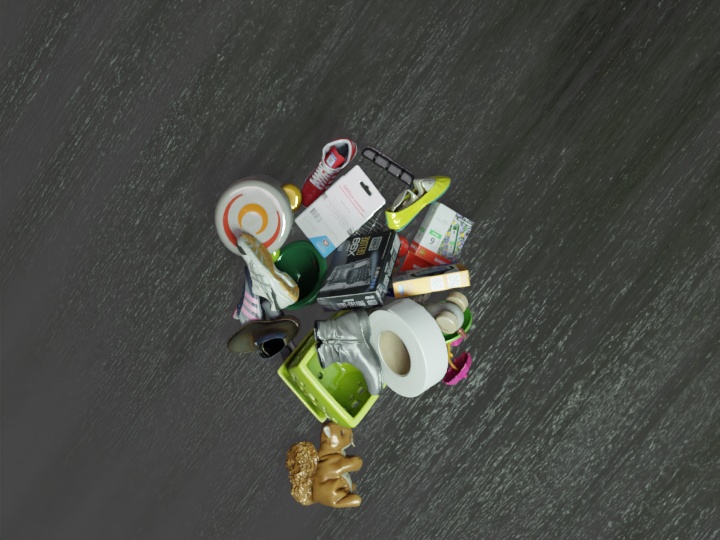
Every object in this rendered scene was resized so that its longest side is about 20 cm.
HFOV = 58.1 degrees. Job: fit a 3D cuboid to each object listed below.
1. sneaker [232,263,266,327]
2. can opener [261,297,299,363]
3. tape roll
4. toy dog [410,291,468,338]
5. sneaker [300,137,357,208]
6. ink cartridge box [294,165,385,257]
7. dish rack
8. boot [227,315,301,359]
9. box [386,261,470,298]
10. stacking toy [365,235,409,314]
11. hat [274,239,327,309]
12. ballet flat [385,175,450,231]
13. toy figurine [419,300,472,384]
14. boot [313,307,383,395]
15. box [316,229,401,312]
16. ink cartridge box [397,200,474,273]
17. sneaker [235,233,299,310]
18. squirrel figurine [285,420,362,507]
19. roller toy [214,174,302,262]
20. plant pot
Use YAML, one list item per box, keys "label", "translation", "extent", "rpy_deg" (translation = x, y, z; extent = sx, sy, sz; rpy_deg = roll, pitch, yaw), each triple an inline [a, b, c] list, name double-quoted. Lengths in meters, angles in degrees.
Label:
- label: "sneaker"
  translation: [-0.281, 0.083, 1.603]
  extent: [0.080, 0.070, 0.206]
  rpy_deg: [-7, 93, 1]
- label: "can opener"
  translation: [-0.190, 0.158, 1.599]
  extent: [0.065, 0.053, 0.203]
  rpy_deg: [-27, 104, -1]
- label: "tape roll"
  translation: [0.097, 0.167, 1.416]
  extent: [0.070, 0.201, 0.207]
  rpy_deg: [-22, 94, -34]
- label: "toy dog"
  translation: [0.166, 0.117, 1.455]
  extent: [0.131, 0.198, 0.098]
  rpy_deg: [-40, 112, -22]
- label: "sneaker"
  translation: [-0.083, -0.234, 1.546]
  extent: [0.071, 0.112, 0.201]
  rpy_deg: [37, 95, -1]
- label: "ink cartridge box"
  translation: [-0.044, -0.142, 1.525]
  extent: [0.199, 0.067, 0.117]
  rpy_deg: [-39, 94, 12]
- label: "dish rack"
  translation: [0.026, -0.181, 1.578]
  extent: [0.151, 0.055, 0.203]
  rpy_deg: [31, 97, 1]
- label: "boot"
  translation: [-0.242, 0.166, 1.534]
  extent: [0.196, 0.097, 0.076]
  rpy_deg: [-20, 105, 15]
- label: "box"
  translation: [0.147, 0.022, 1.498]
  extent: [0.194, 0.119, 0.043]
  rpy_deg: [-8, 100, 2]
- label: "stacking toy"
  translation: [0.053, 0.004, 1.585]
  extent: [0.085, 0.085, 0.202]
  rpy_deg: [35, 89, -1]
- label: "hat"
  translation: [-0.119, 0.050, 1.621]
  extent: [0.162, 0.176, 0.204]
  rpy_deg: [-22, 62, 15]
- label: "ballet flat"
  translation: [0.134, -0.177, 1.539]
  extent: [0.199, 0.067, 0.068]
  rpy_deg: [-42, 123, -12]
- label: "toy figurine"
  translation: [0.191, 0.189, 1.567]
  extent: [0.196, 0.150, 0.187]
  rpy_deg: [10, 132, 37]
- label: "boot"
  translation: [-0.031, 0.192, 1.418]
  extent: [0.129, 0.070, 0.205]
  rpy_deg: [-17, 90, -23]
- label: "box"
  translation: [0.000, 0.000, 1.504]
  extent: [0.154, 0.203, 0.050]
  rpy_deg: [-7, 133, 28]
- label: "ink cartridge box"
  translation: [0.180, -0.052, 1.565]
  extent: [0.107, 0.050, 0.203]
  rpy_deg: [25, 96, -22]
- label: "sneaker"
  translation: [-0.230, 0.012, 1.485]
  extent: [0.087, 0.076, 0.201]
  rpy_deg: [-31, 107, 22]
- label: "squirrel figurine"
  translation: [-0.093, 0.470, 1.599]
  extent: [0.194, 0.142, 0.192]
  rpy_deg: [-4, 89, 0]
- label: "roller toy"
  translation: [-0.249, -0.135, 1.548]
  extent: [0.179, 0.140, 0.203]
  rpy_deg: [25, 104, -7]
- label: "plant pot"
  translation: [-0.066, 0.232, 1.523]
  extent: [0.200, 0.180, 0.201]
  rpy_deg: [49, 56, -12]
